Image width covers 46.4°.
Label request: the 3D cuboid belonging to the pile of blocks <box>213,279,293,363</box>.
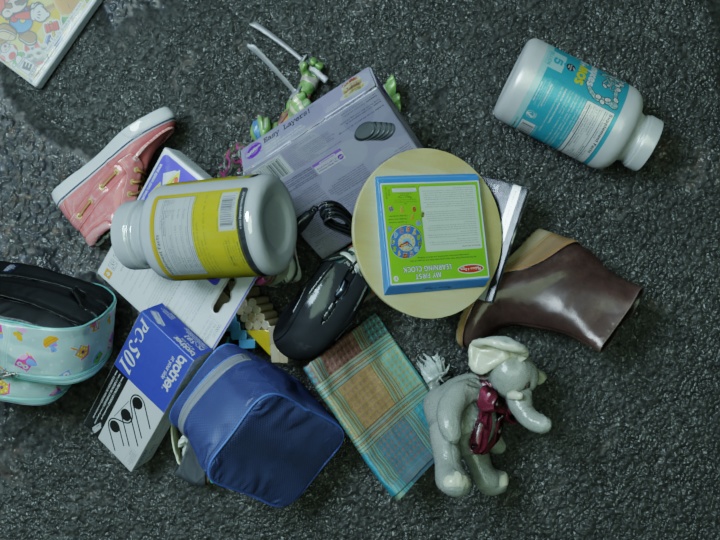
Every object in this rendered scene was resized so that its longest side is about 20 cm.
[{"bbox_3d":[-0.156,0.047,1.101,0.082,0.062,0.201,-41,81,13],"label":"pile of blocks"}]

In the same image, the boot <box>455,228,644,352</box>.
[{"bbox_3d":[0.233,0.052,1.052,0.200,0.072,0.166,-48,57,-6],"label":"boot"}]

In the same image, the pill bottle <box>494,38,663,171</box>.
[{"bbox_3d":[0.278,-0.202,1.064,0.198,0.111,0.112,27,90,0],"label":"pill bottle"}]

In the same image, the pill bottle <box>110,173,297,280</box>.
[{"bbox_3d":[-0.180,-0.046,0.957,0.197,0.112,0.114,-3,90,22],"label":"pill bottle"}]

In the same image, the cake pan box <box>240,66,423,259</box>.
[{"bbox_3d":[-0.023,-0.122,1.030,0.198,0.053,0.184,-31,131,14],"label":"cake pan box"}]

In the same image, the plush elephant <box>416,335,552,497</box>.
[{"bbox_3d":[0.165,0.165,1.035,0.154,0.164,0.202,-30,58,21],"label":"plush elephant"}]

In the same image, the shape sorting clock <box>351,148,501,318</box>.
[{"bbox_3d":[0.081,-0.044,1.002,0.197,0.039,0.204,3,82,-22],"label":"shape sorting clock"}]

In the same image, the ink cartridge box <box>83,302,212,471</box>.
[{"bbox_3d":[-0.270,0.149,1.059,0.094,0.044,0.201,39,116,13],"label":"ink cartridge box"}]

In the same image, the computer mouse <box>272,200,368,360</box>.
[{"bbox_3d":[-0.053,0.018,1.001,0.140,0.046,0.200,39,103,-19],"label":"computer mouse"}]

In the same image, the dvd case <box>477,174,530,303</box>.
[{"bbox_3d":[0.102,-0.059,1.080,0.198,0.016,0.151,19,90,24],"label":"dvd case"}]

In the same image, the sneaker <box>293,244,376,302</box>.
[{"bbox_3d":[0.000,0.000,1.062,0.199,0.080,0.072,-39,74,14],"label":"sneaker"}]

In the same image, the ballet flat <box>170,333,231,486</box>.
[{"bbox_3d":[-0.213,0.180,1.094,0.072,0.073,0.204,7,92,1],"label":"ballet flat"}]

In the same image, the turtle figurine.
[{"bbox_3d":[-0.048,-0.230,1.056,0.190,0.144,0.204,-4,93,-4],"label":"turtle figurine"}]

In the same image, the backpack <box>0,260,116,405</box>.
[{"bbox_3d":[-0.408,0.077,1.047,0.196,0.176,0.156,4,106,2],"label":"backpack"}]

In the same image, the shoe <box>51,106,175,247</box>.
[{"bbox_3d":[-0.303,-0.120,1.099,0.199,0.071,0.091,-37,90,6],"label":"shoe"}]

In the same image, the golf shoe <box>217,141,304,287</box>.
[{"bbox_3d":[-0.131,-0.071,1.098,0.072,0.091,0.203,-27,70,33],"label":"golf shoe"}]

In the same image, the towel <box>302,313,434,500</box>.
[{"bbox_3d":[0.032,0.169,1.069,0.146,0.022,0.201,-34,89,-41],"label":"towel"}]

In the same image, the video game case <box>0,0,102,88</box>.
[{"bbox_3d":[-0.446,-0.379,1.124,0.181,0.023,0.201,36,91,1],"label":"video game case"}]

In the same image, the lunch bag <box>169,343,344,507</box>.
[{"bbox_3d":[-0.125,0.188,1.038,0.136,0.200,0.132,-49,47,0],"label":"lunch bag"}]

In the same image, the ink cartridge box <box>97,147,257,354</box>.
[{"bbox_3d":[-0.214,-0.015,1.056,0.199,0.043,0.199,39,108,16],"label":"ink cartridge box"}]
